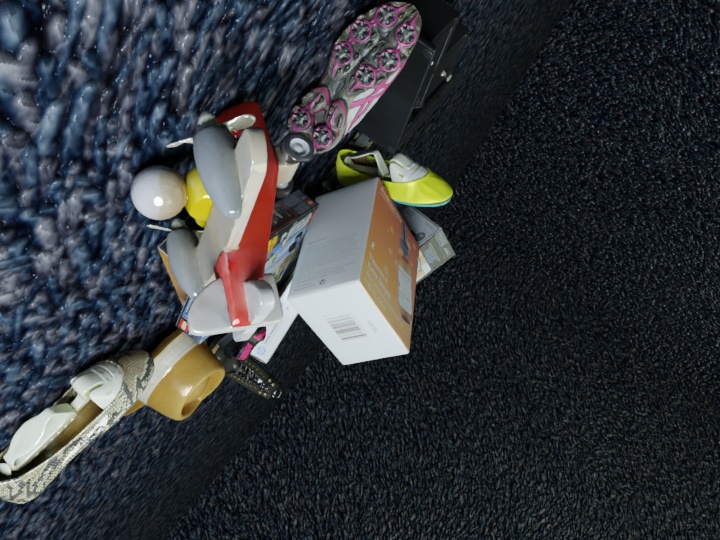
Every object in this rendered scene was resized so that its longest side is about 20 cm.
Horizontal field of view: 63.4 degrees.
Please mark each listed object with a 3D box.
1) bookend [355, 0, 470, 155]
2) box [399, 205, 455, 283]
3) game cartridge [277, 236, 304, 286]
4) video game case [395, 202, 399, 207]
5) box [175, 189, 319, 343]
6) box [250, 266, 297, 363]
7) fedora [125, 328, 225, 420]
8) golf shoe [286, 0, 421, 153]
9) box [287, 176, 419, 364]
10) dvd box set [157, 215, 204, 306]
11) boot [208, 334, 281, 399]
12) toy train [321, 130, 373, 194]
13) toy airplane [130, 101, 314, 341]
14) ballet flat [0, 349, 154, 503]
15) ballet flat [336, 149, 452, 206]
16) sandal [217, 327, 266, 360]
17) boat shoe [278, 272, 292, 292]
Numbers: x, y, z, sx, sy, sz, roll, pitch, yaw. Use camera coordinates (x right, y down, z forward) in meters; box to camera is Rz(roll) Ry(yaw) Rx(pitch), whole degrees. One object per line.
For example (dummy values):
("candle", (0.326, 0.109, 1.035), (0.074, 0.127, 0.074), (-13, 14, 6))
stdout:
("bookend", (0.085, -0.297, 0.785), (0.200, 0.092, 0.199), (-50, 173, -27))
("box", (0.041, -0.011, 0.963), (0.200, 0.060, 0.117), (-38, -145, -5))
("game cartridge", (-0.124, -0.037, 0.962), (0.134, 0.040, 0.200), (-54, 175, -21))
("video game case", (-0.011, -0.095, 1.088), (0.199, 0.018, 0.143), (-10, -147, 51))
("box", (-0.133, -0.012, 0.719), (0.137, 0.040, 0.200), (-58, 174, 29))
("box", (-0.107, 0.035, 0.954), (0.201, 0.041, 0.156), (-58, -173, 13))
("fedora", (-0.249, 0.150, 0.815), (0.201, 0.082, 0.201), (-49, 176, -4))
("golf shoe", (-0.006, -0.222, 0.673), (0.200, 0.073, 0.092), (-45, -177, 21))
("box", (0.000, 0.000, 0.806), (0.106, 0.153, 0.201), (-14, -137, 25))
("dvd box set", (-0.168, -0.029, 0.706), (0.147, 0.029, 0.200), (-51, 172, -22))
("boot", (-0.211, 0.184, 1.072), (0.078, 0.138, 0.200), (-52, 173, -3))
("toy train", (0.000, -0.207, 0.946), (0.200, 0.034, 0.046), (-53, -176, 9))
("toy airplane", (-0.124, -0.039, 0.492), (0.199, 0.140, 0.201), (-122, -130, -64))
("ballet flat", (-0.305, 0.154, 0.616), (0.200, 0.068, 0.075), (-48, 157, -23))
("ballet flat", (0.041, -0.143, 0.856), (0.067, 0.199, 0.067), (-43, 136, -34))
("sandal", (-0.158, 0.095, 0.817), (0.075, 0.045, 0.200), (-48, 177, -19))
("boat shoe", (-0.128, 0.035, 1.089), (0.200, 0.076, 0.074), (-37, -155, 10))
